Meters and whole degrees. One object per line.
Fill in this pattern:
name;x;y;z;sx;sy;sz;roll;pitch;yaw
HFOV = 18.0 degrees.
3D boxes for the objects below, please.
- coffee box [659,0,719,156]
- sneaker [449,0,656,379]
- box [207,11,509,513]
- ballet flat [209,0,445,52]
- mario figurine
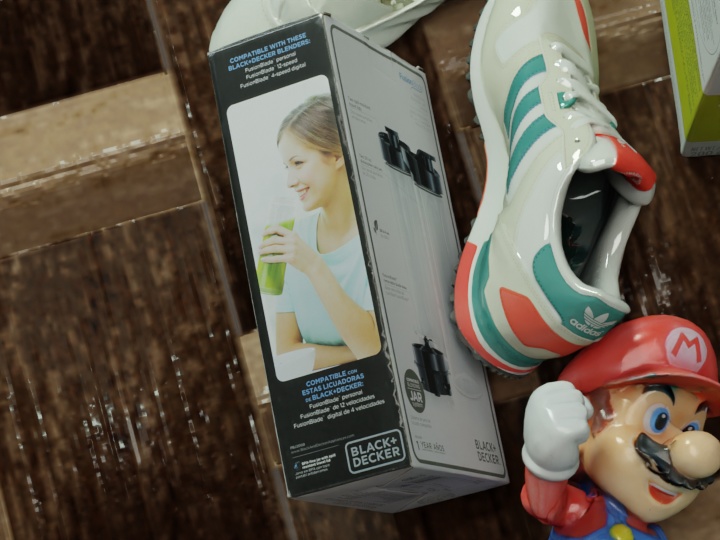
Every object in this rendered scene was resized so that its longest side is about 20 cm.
coffee box;0.235;-0.178;0.999;0.199;0.198;0.201;-5;76;0
sneaker;0.097;-0.054;1.007;0.070;0.093;0.201;23;63;-33
box;0.000;0.000;0.997;0.060;0.117;0.201;-16;76;21
ballet flat;0.017;-0.147;1.064;0.199;0.069;0.070;-26;77;-5
mario figurine;0.116;0.116;0.971;0.106;0.123;0.201;12;80;17
